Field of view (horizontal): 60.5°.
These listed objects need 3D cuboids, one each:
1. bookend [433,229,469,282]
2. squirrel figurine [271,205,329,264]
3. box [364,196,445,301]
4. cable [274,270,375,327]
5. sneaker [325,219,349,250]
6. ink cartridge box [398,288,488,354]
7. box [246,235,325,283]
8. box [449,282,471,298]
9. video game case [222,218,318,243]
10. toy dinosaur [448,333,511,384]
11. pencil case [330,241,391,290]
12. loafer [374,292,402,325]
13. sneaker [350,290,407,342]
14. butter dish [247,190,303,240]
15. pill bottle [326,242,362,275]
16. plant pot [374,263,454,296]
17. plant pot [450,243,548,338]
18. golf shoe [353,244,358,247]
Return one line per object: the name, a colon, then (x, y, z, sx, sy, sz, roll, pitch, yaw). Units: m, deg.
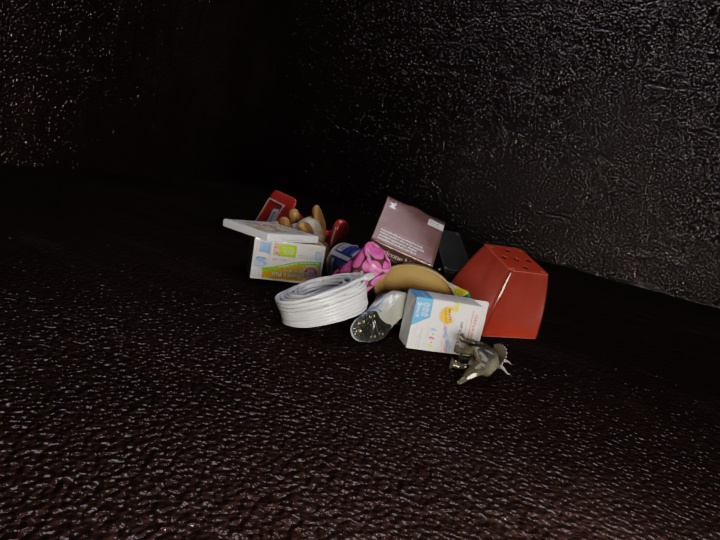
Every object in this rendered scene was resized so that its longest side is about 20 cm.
bookend: (0.237, 0.018, 1.813, 0.090, 0.202, 0.200, 9, 37, -13)
squirrel figurine: (-0.195, -0.080, 1.857, 0.184, 0.202, 0.142, -11, 31, 24)
box: (0.089, -0.036, 1.544, 0.164, 0.201, 0.166, 24, 48, -1)
cable: (-0.082, 0.063, 1.324, 0.197, 0.071, 0.199, -5, 14, 29)
sneaker: (-0.104, -0.106, 1.920, 0.115, 0.202, 0.078, 42, 52, 20)
ink cartridge box: (0.194, 0.117, 1.357, 0.196, 0.117, 0.068, 9, 11, -15)
box: (-0.204, -0.033, 1.691, 0.196, 0.115, 0.101, 6, 11, -18)
box: (0.217, 0.081, 1.563, 0.048, 0.119, 0.200, -31, 26, -13)
video game case: (-0.243, -0.107, 1.672, 0.198, 0.023, 0.180, 18, 12, 40)
toy dinosaur: (0.236, 0.175, 1.222, 0.101, 0.079, 0.199, 9, 6, 23)
pencil case: (-0.014, 0.011, 1.449, 0.090, 0.199, 0.095, 25, 46, -30)
loafer: (0.122, 0.104, 1.454, 0.196, 0.076, 0.069, 4, 44, 18)
sneaker: (0.037, 0.103, 1.353, 0.072, 0.073, 0.199, -9, 14, 41)
butter dish: (-0.266, -0.147, 2.115, 0.147, 0.202, 0.199, 33, -2, -36)
pill bottle: (0.000, 0.000, 1.739, 0.114, 0.118, 0.199, 2, 15, -39)
plant pot: (0.130, 0.050, 1.469, 0.196, 0.202, 0.028, 13, 49, 8)
plant pot: (0.373, 0.044, 1.622, 0.197, 0.179, 0.201, 6, 28, -28)
golf shoe: (-0.004, -0.032, 1.963, 0.072, 0.094, 0.199, 17, 11, 35)
